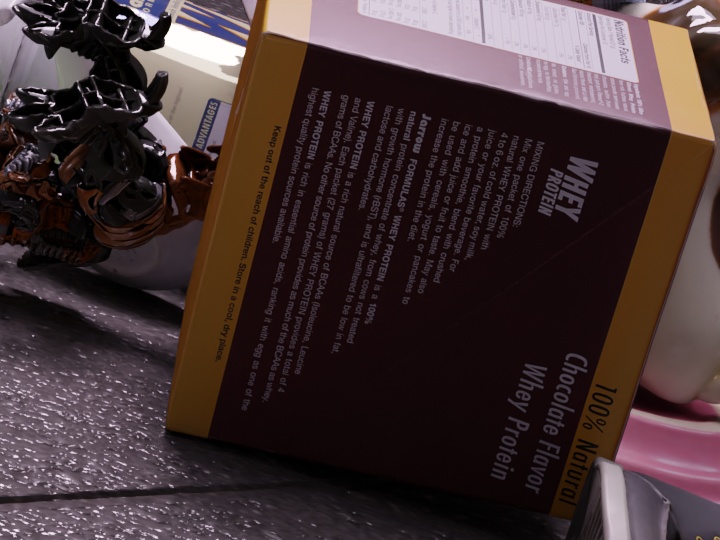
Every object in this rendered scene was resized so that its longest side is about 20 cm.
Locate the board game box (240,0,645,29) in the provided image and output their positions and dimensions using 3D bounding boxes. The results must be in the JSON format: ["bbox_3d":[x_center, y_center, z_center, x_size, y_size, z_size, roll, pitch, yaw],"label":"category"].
[{"bbox_3d":[0.044,-0.135,1.406,0.199,0.041,0.200,-21,-21,-2],"label":"board game box"}]

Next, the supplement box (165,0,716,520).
[{"bbox_3d":[0.033,-0.020,1.265,0.200,0.197,0.133,13,25,-5],"label":"supplement box"}]

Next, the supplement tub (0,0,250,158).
[{"bbox_3d":[-0.116,-0.082,1.579,0.200,0.145,0.145,19,10,-3],"label":"supplement tub"}]

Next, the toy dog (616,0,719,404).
[{"bbox_3d":[0.148,-0.044,1.425,0.194,0.200,0.139,25,12,31],"label":"toy dog"}]

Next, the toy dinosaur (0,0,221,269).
[{"bbox_3d":[-0.126,-0.058,1.370,0.200,0.136,0.102,-21,45,-15],"label":"toy dinosaur"}]

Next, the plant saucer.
[{"bbox_3d":[0.116,0.076,1.445,0.200,0.051,0.201,19,9,-3],"label":"plant saucer"}]

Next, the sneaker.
[{"bbox_3d":[0.138,0.124,1.147,0.106,0.075,0.200,17,9,3],"label":"sneaker"}]

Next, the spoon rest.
[{"bbox_3d":[-0.136,-0.069,1.449,0.099,0.200,0.061,-9,37,31],"label":"spoon rest"}]
